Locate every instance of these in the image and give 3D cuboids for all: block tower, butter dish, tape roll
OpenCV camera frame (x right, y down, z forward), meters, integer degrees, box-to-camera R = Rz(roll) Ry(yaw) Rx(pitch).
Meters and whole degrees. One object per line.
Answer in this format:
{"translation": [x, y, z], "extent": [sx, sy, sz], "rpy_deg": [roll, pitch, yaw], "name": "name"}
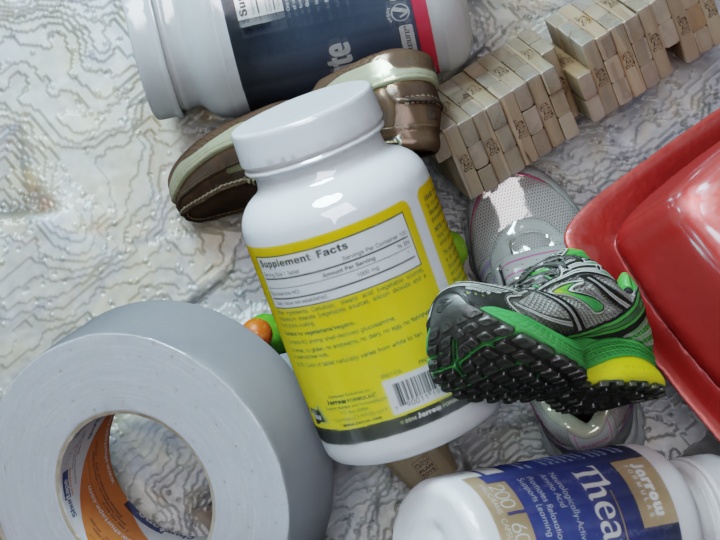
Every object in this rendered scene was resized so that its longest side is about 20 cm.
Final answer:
{"translation": [0.123, -0.118, 1.690], "extent": [0.200, 0.054, 0.058], "rpy_deg": [-31, 123, -10], "name": "block tower"}
{"translation": [0.258, -0.018, 1.624], "extent": [0.199, 0.148, 0.200], "rpy_deg": [-35, 80, -23], "name": "butter dish"}
{"translation": [-0.119, 0.122, 1.637], "extent": [0.200, 0.066, 0.201], "rpy_deg": [7, 109, 22], "name": "tape roll"}

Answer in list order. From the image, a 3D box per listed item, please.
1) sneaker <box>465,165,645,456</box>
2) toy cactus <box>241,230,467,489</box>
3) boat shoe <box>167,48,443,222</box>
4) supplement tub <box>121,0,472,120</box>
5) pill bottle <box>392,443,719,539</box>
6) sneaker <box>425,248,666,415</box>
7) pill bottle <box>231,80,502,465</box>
{"translation": [0.120, 0.024, 1.672], "extent": [0.081, 0.088, 0.200], "rpy_deg": [-23, 81, 0], "name": "sneaker"}
{"translation": [0.002, 0.060, 1.681], "extent": [0.200, 0.102, 0.165], "rpy_deg": [-37, 91, -11], "name": "toy cactus"}
{"translation": [-0.035, -0.061, 1.664], "extent": [0.202, 0.075, 0.075], "rpy_deg": [-27, 70, 37], "name": "boat shoe"}
{"translation": [-0.040, -0.172, 1.686], "extent": [0.199, 0.140, 0.141], "rpy_deg": [-12, 81, 2], "name": "supplement tub"}
{"translation": [0.128, 0.161, 1.609], "extent": [0.199, 0.111, 0.111], "rpy_deg": [-7, 80, -29], "name": "pill bottle"}
{"translation": [0.097, 0.029, 1.552], "extent": [0.078, 0.200, 0.085], "rpy_deg": [-18, 73, 30], "name": "sneaker"}
{"translation": [0.000, 0.000, 1.576], "extent": [0.112, 0.112, 0.201], "rpy_deg": [-20, 102, 0], "name": "pill bottle"}
